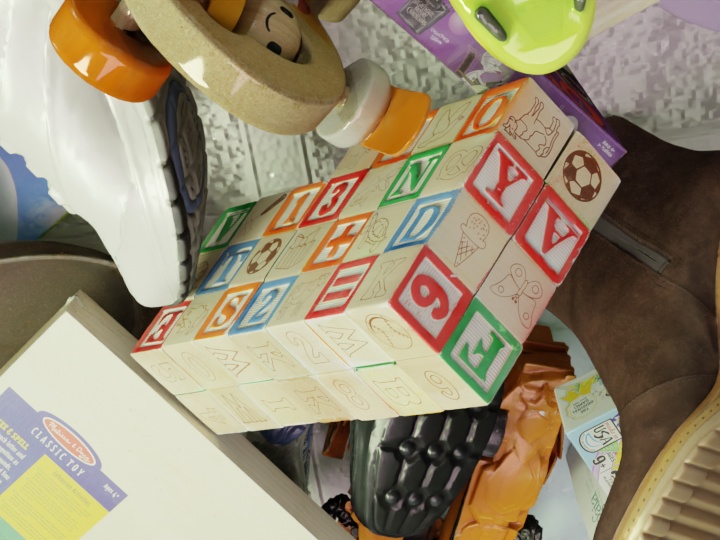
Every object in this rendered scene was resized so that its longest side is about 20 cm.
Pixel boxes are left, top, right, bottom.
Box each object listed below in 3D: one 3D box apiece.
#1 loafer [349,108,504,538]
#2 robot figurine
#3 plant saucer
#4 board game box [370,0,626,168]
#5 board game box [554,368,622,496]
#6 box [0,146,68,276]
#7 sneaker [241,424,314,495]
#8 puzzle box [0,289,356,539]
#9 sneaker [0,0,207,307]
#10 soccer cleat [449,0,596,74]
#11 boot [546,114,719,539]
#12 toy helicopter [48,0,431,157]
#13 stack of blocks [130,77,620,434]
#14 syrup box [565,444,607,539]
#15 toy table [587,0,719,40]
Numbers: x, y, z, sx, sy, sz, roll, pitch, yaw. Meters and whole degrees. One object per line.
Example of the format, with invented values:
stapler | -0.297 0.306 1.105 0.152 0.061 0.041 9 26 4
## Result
loafer | 0.032 0.024 0.866 0.068 0.070 0.202 7 101 -31
robot figurine | 0.037 0.117 0.969 0.144 0.058 0.201 10 122 -11
plant saucer | -0.180 0.048 0.880 0.199 0.032 0.201 -17 146 -12
board game box | 0.021 -0.123 0.765 0.200 0.120 0.032 38 110 -27
board game box | 0.197 0.103 0.891 0.134 0.034 0.200 -28 122 13
box | -0.172 -0.070 0.829 0.200 0.048 0.122 -40 119 22
sneaker | -0.053 0.064 0.918 0.076 0.085 0.202 8 101 -6
puzzle box | -0.100 0.118 0.866 0.200 0.025 0.133 44 115 -11
sneaker | -0.119 -0.073 0.769 0.086 0.075 0.201 -15 114 11
soccer cleat | 0.035 -0.166 0.714 0.064 0.084 0.201 -28 85 2
boot | 0.123 0.035 0.820 0.072 0.166 0.201 34 85 -39
toy helicopter | -0.027 -0.099 0.730 0.132 0.200 0.079 38 112 -2
stack of blocks | 0.000 0.000 0.767 0.059 0.116 0.199 44 150 -21
syrup box | 0.182 0.057 0.928 0.081 0.079 0.201 15 122 -15
toy table | 0.150 -0.162 0.753 0.183 0.117 0.200 -38 119 19
